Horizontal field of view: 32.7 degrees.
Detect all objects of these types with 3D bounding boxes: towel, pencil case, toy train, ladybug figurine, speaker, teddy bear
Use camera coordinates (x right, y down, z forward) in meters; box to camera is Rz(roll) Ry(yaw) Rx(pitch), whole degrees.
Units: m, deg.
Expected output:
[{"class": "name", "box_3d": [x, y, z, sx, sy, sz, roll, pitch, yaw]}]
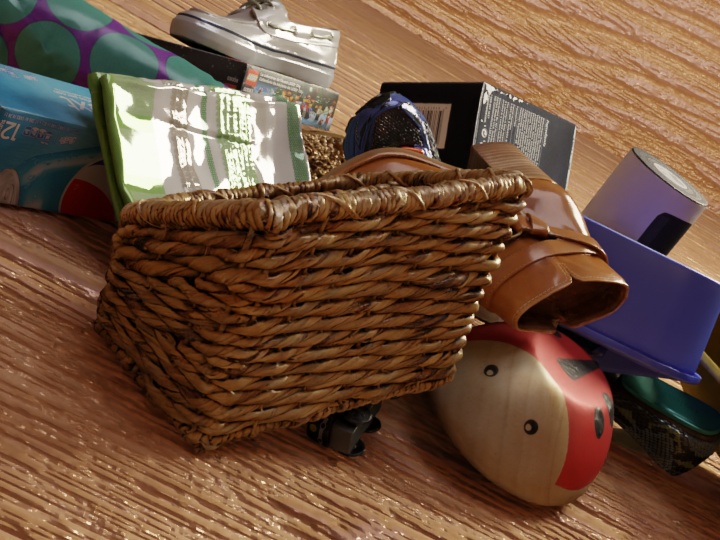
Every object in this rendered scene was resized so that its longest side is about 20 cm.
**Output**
[{"class": "towel", "box_3d": [-0.090, -0.054, 0.812, 0.200, 0.031, 0.150, -3, 76, -59]}, {"class": "pencil case", "box_3d": [-0.194, -0.143, 0.928, 0.199, 0.093, 0.085, 28, -19, -5]}, {"class": "toy train", "box_3d": [0.013, 0.052, 0.766, 0.046, 0.034, 0.200, 19, 29, 13]}, {"class": "ladybug figurine", "box_3d": [0.117, 0.086, 0.823, 0.136, 0.072, 0.200, 52, 20, 13]}, {"class": "speaker", "box_3d": [0.201, -0.002, 1.047, 0.081, 0.200, 0.081, 31, 20, -13]}, {"class": "teddy bear", "box_3d": [-0.072, -0.093, 1.065, 0.144, 0.067, 0.200, 20, 11, 24]}]

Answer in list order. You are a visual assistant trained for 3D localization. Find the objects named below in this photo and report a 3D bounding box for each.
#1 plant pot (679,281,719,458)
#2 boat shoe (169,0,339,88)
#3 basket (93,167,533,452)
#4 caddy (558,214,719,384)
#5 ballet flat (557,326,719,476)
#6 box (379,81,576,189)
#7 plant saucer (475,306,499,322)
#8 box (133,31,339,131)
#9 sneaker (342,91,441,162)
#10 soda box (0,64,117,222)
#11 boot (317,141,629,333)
[{"class": "plant pot", "box_3d": [0.382, 0.121, 1.004, 0.194, 0.194, 0.201, -116, -173, -62]}, {"class": "boat shoe", "box_3d": [-0.096, -0.224, 1.152, 0.073, 0.067, 0.199, 20, 7, 36]}, {"class": "basket", "box_3d": [-0.031, -0.018, 0.666, 0.199, 0.150, 0.143, -10, 42, -40]}, {"class": "caddy", "box_3d": [0.173, 0.020, 0.923, 0.199, 0.106, 0.141, 26, 6, -3]}, {"class": "ballet flat", "box_3d": [0.193, 0.095, 0.989, 0.200, 0.075, 0.074, 37, 17, 18]}, {"class": "box", "box_3d": [0.128, -0.139, 1.385, 0.147, 0.105, 0.199, 7, -4, 42]}, {"class": "plant saucer", "box_3d": [0.099, -0.012, 1.181, 0.200, 0.037, 0.201, 30, 17, -10]}, {"class": "box", "box_3d": [-0.137, -0.176, 1.108, 0.199, 0.038, 0.136, 20, 7, 32]}, {"class": "sneaker", "box_3d": [0.048, -0.049, 0.955, 0.078, 0.075, 0.201, 44, -19, 55]}, {"class": "soda box", "box_3d": [-0.182, -0.078, 0.798, 0.068, 0.064, 0.199, 42, 19, 31]}, {"class": "boot", "box_3d": [0.061, -0.012, 0.794, 0.199, 0.074, 0.155, -17, 47, -17]}]
